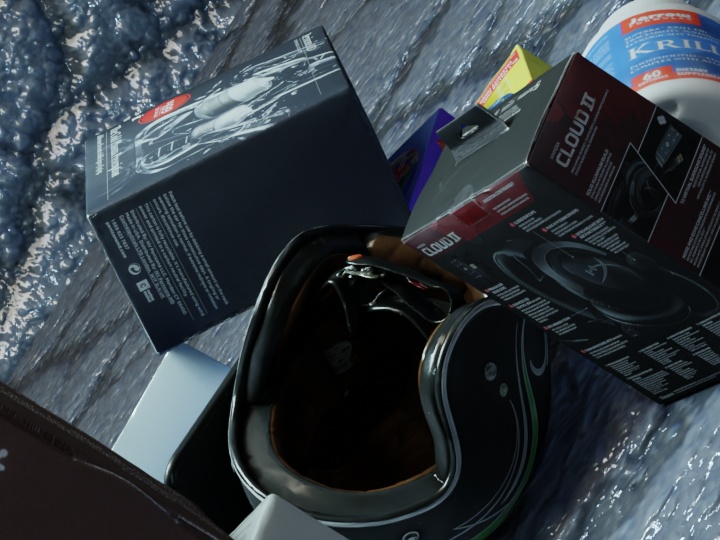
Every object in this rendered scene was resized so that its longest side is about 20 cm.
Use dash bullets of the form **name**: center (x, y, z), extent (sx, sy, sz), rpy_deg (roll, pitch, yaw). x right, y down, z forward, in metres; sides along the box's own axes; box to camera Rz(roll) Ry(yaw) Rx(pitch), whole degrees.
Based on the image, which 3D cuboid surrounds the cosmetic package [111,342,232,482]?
- **cosmetic package**: center (-0.129, 0.140, 1.737), extent (0.151, 0.051, 0.200), rpy_deg (-63, -7, -12)

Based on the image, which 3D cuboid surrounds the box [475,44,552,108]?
- **box**: center (0.122, -0.097, 1.926), extent (0.075, 0.050, 0.200), rpy_deg (-54, 13, 16)

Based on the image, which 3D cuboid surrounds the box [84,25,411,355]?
- **box**: center (-0.075, -0.057, 1.712), extent (0.181, 0.104, 0.200), rpy_deg (-25, 17, 1)

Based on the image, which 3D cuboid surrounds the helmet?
- **helmet**: center (0.019, 0.083, 1.580), extent (0.200, 0.199, 0.192), rpy_deg (-107, 26, -73)

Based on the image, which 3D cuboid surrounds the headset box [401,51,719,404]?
- **headset box**: center (0.129, -0.023, 1.410), extent (0.149, 0.199, 0.077), rpy_deg (-33, 27, 61)

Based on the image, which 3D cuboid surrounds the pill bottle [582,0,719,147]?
- **pill bottle**: center (0.182, -0.092, 1.570), extent (0.112, 0.112, 0.200), rpy_deg (-52, 15, 19)

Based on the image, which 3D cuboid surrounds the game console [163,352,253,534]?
- **game console**: center (-0.091, 0.125, 1.683), extent (0.176, 0.116, 0.200), rpy_deg (-27, 21, 45)

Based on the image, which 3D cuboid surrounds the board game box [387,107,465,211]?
- **board game box**: center (0.000, 0.000, 1.784), extent (0.200, 0.045, 0.135), rpy_deg (-44, 18, 39)

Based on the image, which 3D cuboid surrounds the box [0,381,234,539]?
- **box**: center (-0.165, 0.155, 1.251), extent (0.165, 0.166, 0.200), rpy_deg (-57, 12, -4)

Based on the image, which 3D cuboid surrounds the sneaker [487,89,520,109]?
- **sneaker**: center (0.115, -0.050, 1.728), extent (0.076, 0.105, 0.200), rpy_deg (-49, 15, 29)

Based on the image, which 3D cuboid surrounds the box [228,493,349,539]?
- **box**: center (-0.031, 0.263, 1.324), extent (0.200, 0.198, 0.172), rpy_deg (-47, 17, 41)
